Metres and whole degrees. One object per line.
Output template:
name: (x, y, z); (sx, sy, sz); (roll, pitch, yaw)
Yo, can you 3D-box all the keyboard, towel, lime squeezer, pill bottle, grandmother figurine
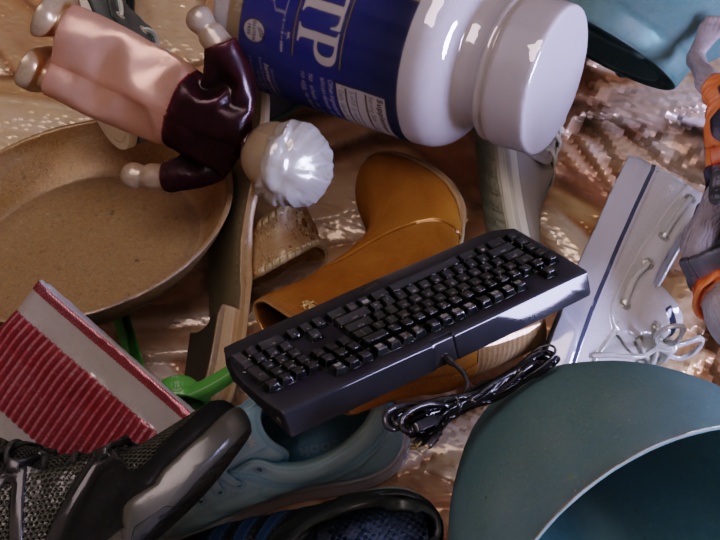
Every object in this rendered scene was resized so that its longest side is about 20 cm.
keyboard: (0.037, 0.035, 0.891); (0.200, 0.021, 0.127); (-24, 42, -27)
towel: (-0.188, 0.126, 0.960); (0.144, 0.023, 0.200); (39, 94, 14)
lime squeezer: (-0.107, 0.061, 0.994); (0.200, 0.038, 0.071); (11, 68, 57)
pill bottle: (0.025, -0.140, 1.009); (0.200, 0.120, 0.120); (20, 65, 22)
grandmother figurine: (-0.104, -0.099, 1.013); (0.200, 0.121, 0.061); (29, 35, 11)

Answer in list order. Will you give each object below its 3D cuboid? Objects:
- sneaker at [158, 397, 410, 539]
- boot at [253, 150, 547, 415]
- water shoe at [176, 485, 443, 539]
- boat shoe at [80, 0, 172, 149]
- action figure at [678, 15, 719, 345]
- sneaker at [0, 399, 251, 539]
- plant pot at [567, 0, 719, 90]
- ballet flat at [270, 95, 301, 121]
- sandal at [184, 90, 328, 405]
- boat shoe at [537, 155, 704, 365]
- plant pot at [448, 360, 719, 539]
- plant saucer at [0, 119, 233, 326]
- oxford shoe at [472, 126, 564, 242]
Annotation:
sneaker: (-0.073, 0.103, 0.977); (0.200, 0.082, 0.074); (-19, 59, -4)
boot: (0.000, 0.001, 0.992); (0.144, 0.071, 0.201); (-13, 40, -26)
water shoe: (-0.052, 0.163, 0.932); (0.200, 0.079, 0.072); (-22, 81, -6)
boat shoe: (-0.158, -0.156, 1.130); (0.062, 0.073, 0.200); (-11, 44, -16)
action figure: (0.242, -0.025, 0.993); (0.105, 0.200, 0.194); (-19, 44, 44)
sneaker: (-0.157, 0.111, 0.904); (0.199, 0.076, 0.114); (-37, 83, 13)
plant pot: (0.177, -0.197, 1.067); (0.200, 0.200, 0.134); (31, 90, 22)
ballet flat: (-0.017, -0.181, 1.139); (0.200, 0.073, 0.073); (-42, 64, -16)
sandal: (-0.056, -0.006, 1.059); (0.070, 0.078, 0.212); (17, 67, -20)
boat shoe: (0.161, 0.029, 1.004); (0.086, 0.075, 0.202); (23, 58, 8)
plant pot: (0.125, 0.124, 0.893); (0.200, 0.200, 0.135); (-27, 40, -9)
plant saucer: (-0.173, -0.023, 1.061); (0.200, 0.035, 0.200); (-7, 40, 6)
oxford shoe: (0.101, -0.080, 1.068); (0.058, 0.075, 0.200); (0, 58, -6)
